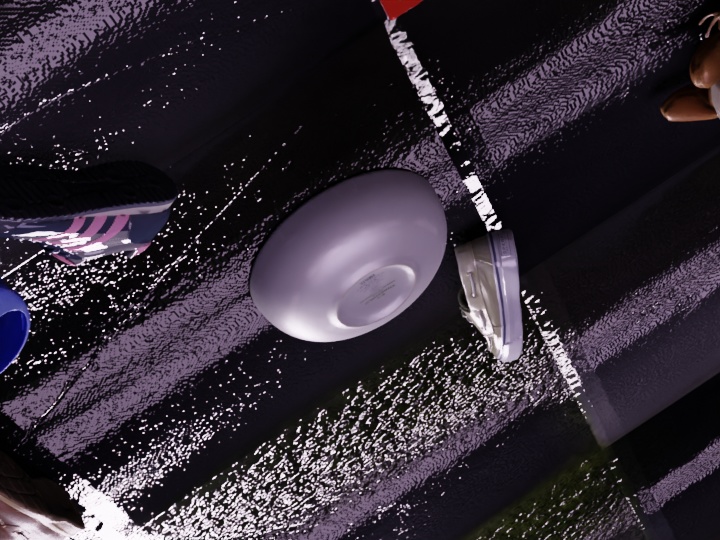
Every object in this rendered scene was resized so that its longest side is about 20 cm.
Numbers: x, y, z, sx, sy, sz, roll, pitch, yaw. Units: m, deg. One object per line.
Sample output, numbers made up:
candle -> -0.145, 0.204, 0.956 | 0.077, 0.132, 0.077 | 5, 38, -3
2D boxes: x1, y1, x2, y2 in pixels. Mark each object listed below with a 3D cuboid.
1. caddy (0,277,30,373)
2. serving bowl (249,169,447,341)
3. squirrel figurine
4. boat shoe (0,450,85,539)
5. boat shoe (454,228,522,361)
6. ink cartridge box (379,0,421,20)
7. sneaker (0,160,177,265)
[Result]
caddy -> -0.353, 0.064, 1.534 | 0.200, 0.105, 0.141 | -42, 149, 14
serving bowl -> 0.000, 0.000, 1.810 | 0.200, 0.066, 0.200 | -23, 146, -17
squirrel figurine -> 0.387, -0.227, 1.820 | 0.200, 0.141, 0.187 | -37, 141, -23
boat shoe -> -0.327, 0.219, 1.805 | 0.068, 0.072, 0.200 | -37, 151, 3
boat shoe -> 0.129, 0.025, 1.976 | 0.062, 0.072, 0.200 | -6, 143, 3
ink cartridge box -> 0.068, -0.277, 1.509 | 0.162, 0.050, 0.200 | -33, 146, 0
sneaker -> -0.237, -0.035, 1.525 | 0.200, 0.070, 0.082 | -3, 133, -39
